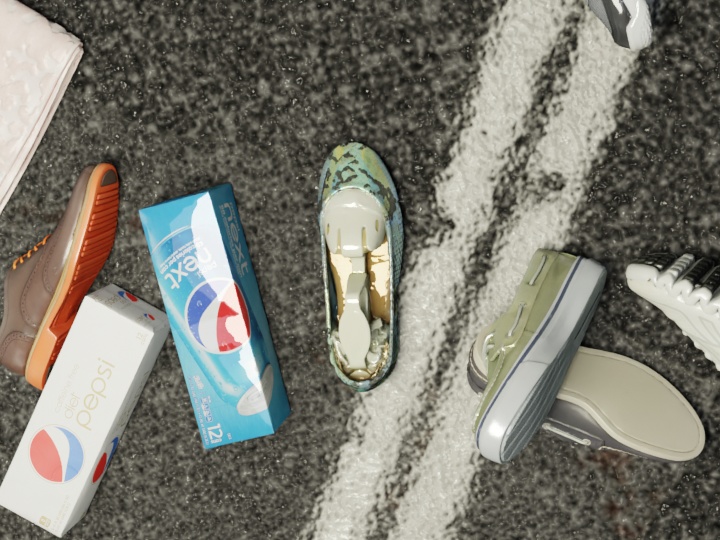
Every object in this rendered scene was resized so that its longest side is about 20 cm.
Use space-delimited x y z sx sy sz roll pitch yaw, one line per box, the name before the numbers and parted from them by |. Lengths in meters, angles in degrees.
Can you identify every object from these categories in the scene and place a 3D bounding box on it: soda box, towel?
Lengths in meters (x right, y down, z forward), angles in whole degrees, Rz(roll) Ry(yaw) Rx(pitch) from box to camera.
soda box | -0.117 0.036 1.108 0.063 0.068 0.203 -14 96 11
towel | -0.355 -0.157 1.136 0.199 0.032 0.192 31 102 3
soda box | -0.232 0.117 1.143 0.068 0.064 0.202 27 103 4

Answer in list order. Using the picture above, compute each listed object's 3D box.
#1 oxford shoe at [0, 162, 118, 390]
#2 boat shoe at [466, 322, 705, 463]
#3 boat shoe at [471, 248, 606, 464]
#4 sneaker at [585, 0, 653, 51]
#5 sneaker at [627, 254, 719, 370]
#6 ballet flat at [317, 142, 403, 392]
oxford shoe | -0.258 -0.002 1.126 0.072 0.071 0.202 25 102 10
boat shoe | 0.177 0.105 1.087 0.198 0.073 0.063 23 145 0
boat shoe | 0.125 0.062 1.030 0.061 0.201 0.073 19 138 20
sneaker | 0.136 -0.238 1.023 0.113 0.075 0.202 -28 88 13
sneaker | 0.285 0.051 1.020 0.199 0.075 0.082 29 119 25
ballet flat | 0.000 0.000 1.084 0.073 0.074 0.203 -5 98 10
